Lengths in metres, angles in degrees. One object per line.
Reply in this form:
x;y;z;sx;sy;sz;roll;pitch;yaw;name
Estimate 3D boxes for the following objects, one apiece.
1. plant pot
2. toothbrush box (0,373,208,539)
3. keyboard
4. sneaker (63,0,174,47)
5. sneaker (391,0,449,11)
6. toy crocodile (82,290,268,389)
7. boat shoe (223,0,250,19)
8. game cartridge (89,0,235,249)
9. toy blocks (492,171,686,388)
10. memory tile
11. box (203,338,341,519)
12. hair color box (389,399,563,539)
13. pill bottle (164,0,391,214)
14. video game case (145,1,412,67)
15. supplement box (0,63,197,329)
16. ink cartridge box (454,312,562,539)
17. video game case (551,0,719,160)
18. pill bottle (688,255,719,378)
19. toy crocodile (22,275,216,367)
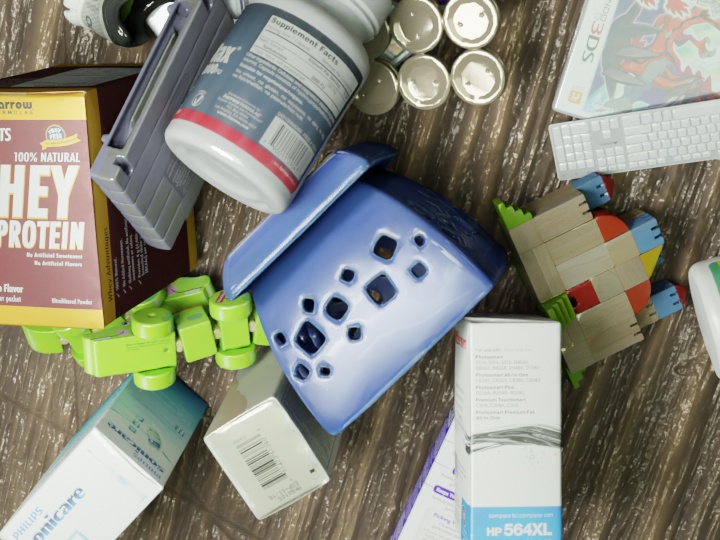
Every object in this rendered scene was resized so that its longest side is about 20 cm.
0.000;0.000;1.144;0.200;0.200;0.180;-43;90;14;plant pot
-0.237;0.185;1.209;0.085;0.200;0.146;42;104;-6;toothbrush box
0.272;-0.121;1.153;0.198;0.011;0.057;-7;123;17;keyboard
-0.184;-0.282;1.136;0.087;0.074;0.200;41;111;15;sneaker
0.109;-0.273;1.113;0.198;0.083;0.081;-6;98;7;sneaker
-0.161;0.060;1.197;0.198;0.062;0.068;-12;116;-17;toy crocodile
-0.099;-0.320;1.107;0.066;0.074;0.202;-4;108;-6;boat shoe
-0.156;-0.132;1.091;0.038;0.130;0.201;15;69;18;game cartridge
0.220;-0.006;1.176;0.136;0.100;0.201;-26;105;1;toy blocks
0.028;-0.213;1.122;0.198;0.017;0.155;-2;111;23;memory tile
-0.071;0.134;1.179;0.077;0.200;0.095;-31;99;12;box
0.108;0.226;1.257;0.109;0.065;0.201;24;107;0;hair color box
-0.062;-0.160;1.058;0.119;0.120;0.201;32;78;-3;pill bottle
-0.068;-0.223;1.177;0.200;0.022;0.183;-38;98;13;video game case
-0.248;-0.073;1.132;0.132;0.200;0.199;2;105;16;supplement box
0.128;0.139;1.129;0.084;0.146;0.202;1;91;0;ink cartridge box
0.293;-0.204;1.147;0.198;0.023;0.184;16;106;1;video game case
0.407;0.023;1.149;0.198;0.113;0.114;-16;103;9;pill bottle
-0.235;0.041;1.246;0.198;0.062;0.068;-17;138;8;toy crocodile
